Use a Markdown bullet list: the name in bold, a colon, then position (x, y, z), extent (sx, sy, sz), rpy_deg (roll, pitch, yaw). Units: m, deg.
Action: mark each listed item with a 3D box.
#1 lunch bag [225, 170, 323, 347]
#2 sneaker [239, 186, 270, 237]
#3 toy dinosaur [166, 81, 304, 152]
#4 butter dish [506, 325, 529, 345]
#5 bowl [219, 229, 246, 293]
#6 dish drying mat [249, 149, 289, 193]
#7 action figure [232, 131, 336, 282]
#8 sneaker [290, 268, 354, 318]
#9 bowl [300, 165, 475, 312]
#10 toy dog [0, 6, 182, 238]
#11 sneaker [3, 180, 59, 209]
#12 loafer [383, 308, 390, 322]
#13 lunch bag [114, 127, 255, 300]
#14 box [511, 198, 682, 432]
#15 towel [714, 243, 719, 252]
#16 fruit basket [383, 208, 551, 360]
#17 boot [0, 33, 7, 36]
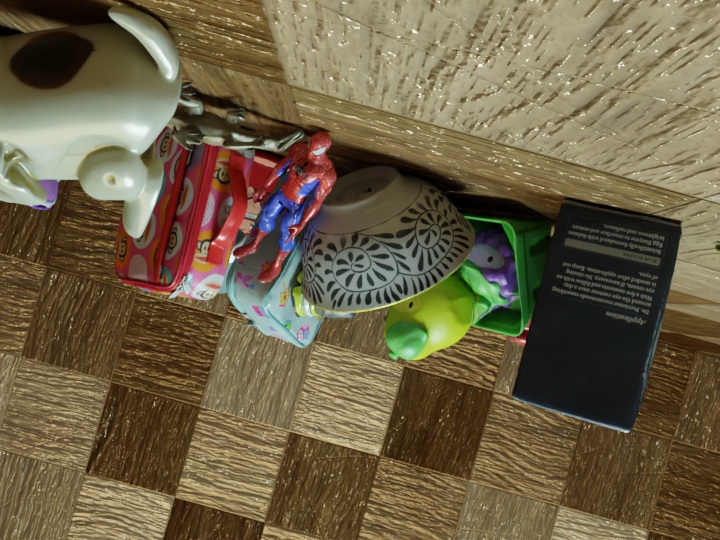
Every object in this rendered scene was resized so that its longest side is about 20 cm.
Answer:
- **lunch bag**: position (-0.078, -0.011, 1.019), extent (0.077, 0.200, 0.160), rpy_deg (18, 160, 24)
- **sneaker**: position (-0.152, -0.114, 1.169), extent (0.078, 0.116, 0.200), rpy_deg (-17, 128, 19)
- **toy dinosaur**: position (-0.156, -0.137, 0.778), extent (0.200, 0.058, 0.101), rpy_deg (16, 179, -2)
- **butter dish**: position (0.245, 0.034, 1.168), extent (0.199, 0.148, 0.200), rpy_deg (16, 178, -6)
- **bowl**: position (-0.216, -0.071, 1.245), extent (0.201, 0.201, 0.105), rpy_deg (16, 170, -5)
- **dish drying mat**: position (-0.151, -0.136, 1.049), extent (0.200, 0.018, 0.077), rpy_deg (17, 153, -10)
- **action figure**: position (-0.075, -0.067, 0.848), extent (0.065, 0.200, 0.052), rpy_deg (46, -139, 14)
- **sneaker**: position (0.000, 0.000, 0.997), extent (0.081, 0.074, 0.200), rpy_deg (17, -138, 24)
- **bowl**: position (0.014, -0.051, 0.879), extent (0.201, 0.094, 0.201), rpy_deg (-17, -153, 9)
- **toy dog**: position (-0.239, -0.118, 0.587), extent (0.200, 0.140, 0.194), rpy_deg (8, 160, -24)
- **sneaker**: position (-0.306, -0.123, 0.799), extent (0.073, 0.114, 0.200), rpy_deg (5, -158, 12)
- **loafer**: position (0.099, 0.039, 1.130), extent (0.076, 0.067, 0.200), rpy_deg (14, -165, 30)
- **lunch bag**: position (-0.188, -0.068, 0.914), extent (0.082, 0.200, 0.176), rpy_deg (15, 176, -44)
- **box**: position (0.249, 0.051, 0.855), extent (0.117, 0.200, 0.197), rpy_deg (15, 178, 21)
- **towel**: position (0.445, 0.010, 0.814), extent (0.200, 0.018, 0.086), rpy_deg (17, 177, -30)
- **fruit basket**: position (0.101, 0.010, 0.961), extent (0.215, 0.156, 0.216), rpy_deg (-7, -164, 2)
- **boot**: position (-0.374, -0.188, 0.680), extent (0.155, 0.074, 0.200), rpy_deg (10, -179, 4)
